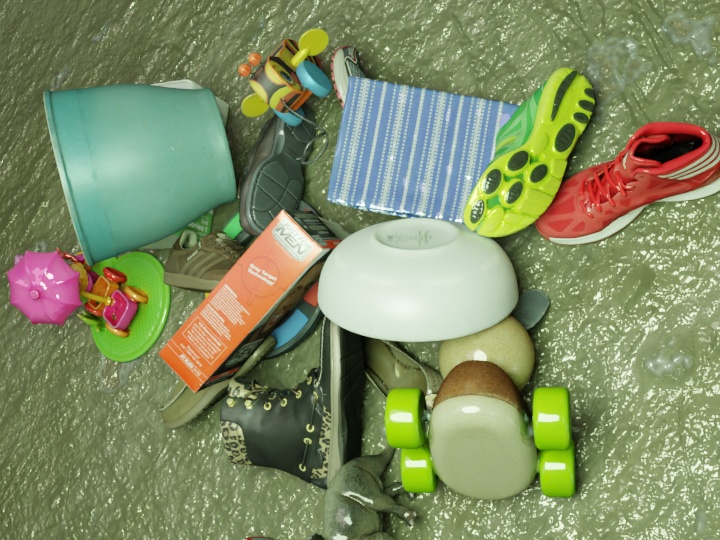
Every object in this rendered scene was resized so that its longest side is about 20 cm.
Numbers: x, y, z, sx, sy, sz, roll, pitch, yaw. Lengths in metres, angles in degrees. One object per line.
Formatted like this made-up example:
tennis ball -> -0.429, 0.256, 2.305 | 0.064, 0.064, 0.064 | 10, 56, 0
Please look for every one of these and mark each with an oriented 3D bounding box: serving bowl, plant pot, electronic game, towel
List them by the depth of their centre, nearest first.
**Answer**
serving bowl -> 0.054, -0.006, 0.945 | 0.198, 0.199, 0.067 | 14, 119, 35
towel -> 0.071, -0.124, 1.032 | 0.197, 0.024, 0.147 | 10, 81, 4
plant pot -> -0.246, -0.126, 1.120 | 0.185, 0.201, 0.202 | -15, 63, -12
electronic game -> -0.113, 0.007, 1.166 | 0.198, 0.041, 0.203 | -10, 71, 32

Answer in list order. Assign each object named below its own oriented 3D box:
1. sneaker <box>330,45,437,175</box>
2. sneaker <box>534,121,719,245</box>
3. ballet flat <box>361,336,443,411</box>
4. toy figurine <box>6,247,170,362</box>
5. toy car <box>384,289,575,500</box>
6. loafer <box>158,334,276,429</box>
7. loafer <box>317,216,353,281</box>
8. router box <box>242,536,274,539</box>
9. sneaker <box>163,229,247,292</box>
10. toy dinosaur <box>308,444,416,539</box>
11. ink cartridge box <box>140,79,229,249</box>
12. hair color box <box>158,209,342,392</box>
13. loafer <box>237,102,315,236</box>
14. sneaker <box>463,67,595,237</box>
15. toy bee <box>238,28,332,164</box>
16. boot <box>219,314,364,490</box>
sneaker -> 0.028, -0.175, 1.104 | 0.074, 0.081, 0.202 | -30, 70, 6
sneaker -> 0.239, -0.091, 0.908 | 0.198, 0.115, 0.079 | -25, 65, 26
ballet flat -> 0.034, 0.106, 1.036 | 0.068, 0.046, 0.200 | -53, 55, 11
toy figurine -> -0.375, 0.016, 1.254 | 0.199, 0.183, 0.151 | 36, 98, 36
toy car -> 0.123, 0.102, 0.939 | 0.162, 0.159, 0.202 | -2, 49, 14
loafer -> -0.176, 0.116, 1.138 | 0.200, 0.076, 0.068 | -41, 86, 29
loafer -> 0.000, 0.000, 1.074 | 0.198, 0.063, 0.072 | 24, 46, 16
router box -> -0.078, 0.413, 1.027 | 0.178, 0.049, 0.203 | 16, 87, 36
sneaker -> -0.164, -0.010, 1.139 | 0.198, 0.070, 0.077 | 6, 83, 42
toy dinosaur -> 0.001, 0.243, 0.976 | 0.077, 0.101, 0.202 | 133, 157, -68
ink cartridge box -> -0.263, -0.136, 1.280 | 0.143, 0.084, 0.203 | 0, 78, 33
hair color box -> -0.110, 0.030, 1.009 | 0.061, 0.101, 0.200 | 43, 102, 8
loafer -> -0.107, -0.118, 1.161 | 0.062, 0.072, 0.202 | -17, 44, 40
sneaker -> 0.167, -0.111, 0.974 | 0.201, 0.074, 0.084 | -54, 8, -17
toy bee -> -0.084, -0.220, 1.096 | 0.131, 0.108, 0.200 | -51, 28, 5
boot -> -0.074, 0.135, 1.041 | 0.148, 0.073, 0.203 | 6, 108, 21
